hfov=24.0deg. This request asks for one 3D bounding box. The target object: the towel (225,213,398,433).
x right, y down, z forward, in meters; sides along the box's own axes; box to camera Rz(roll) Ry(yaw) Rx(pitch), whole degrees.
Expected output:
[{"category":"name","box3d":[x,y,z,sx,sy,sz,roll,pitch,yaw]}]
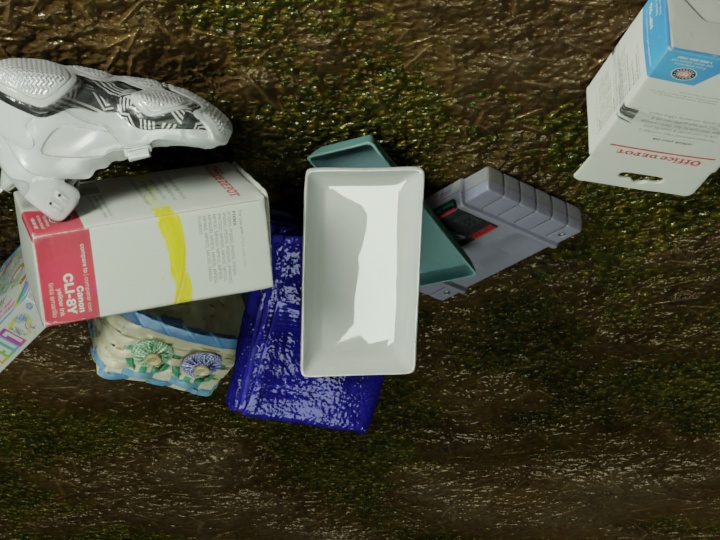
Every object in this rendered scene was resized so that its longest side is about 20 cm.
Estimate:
[{"category":"towel","box3d":[-0.039,0.055,1.562,0.146,0.050,0.202,10,114,-8]}]

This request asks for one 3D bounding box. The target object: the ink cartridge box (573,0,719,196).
[{"category":"ink cartridge box","box3d":[0.253,-0.140,1.349,0.115,0.069,0.200,8,152,-13]}]

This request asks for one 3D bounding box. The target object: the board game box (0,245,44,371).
[{"category":"board game box","box3d":[-0.313,0.016,1.602,0.034,0.136,0.200,30,145,-18]}]

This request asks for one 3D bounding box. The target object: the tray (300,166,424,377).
[{"category":"tray","box3d":[0.000,0.000,1.507,0.106,0.022,0.202,-1,114,-6]}]

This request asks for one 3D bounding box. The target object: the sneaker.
[{"category":"sneaker","box3d":[-0.209,-0.100,1.384,0.198,0.075,0.116,11,108,-10]}]

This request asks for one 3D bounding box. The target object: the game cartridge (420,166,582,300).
[{"category":"game cartridge","box3d":[0.096,-0.031,1.613,0.129,0.039,0.199,16,150,-36]}]

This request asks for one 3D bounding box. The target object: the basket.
[{"category":"basket","box3d":[-0.165,0.016,1.615,0.175,0.140,0.201,12,118,-24]}]

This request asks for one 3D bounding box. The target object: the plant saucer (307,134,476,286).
[{"category":"plant saucer","box3d":[0.032,-0.053,1.538,0.069,0.019,0.200,-11,138,31]}]

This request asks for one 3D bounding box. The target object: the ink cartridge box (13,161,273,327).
[{"category":"ink cartridge box","box3d":[-0.185,-0.026,1.443,0.198,0.084,0.145,-10,-161,-14]}]
